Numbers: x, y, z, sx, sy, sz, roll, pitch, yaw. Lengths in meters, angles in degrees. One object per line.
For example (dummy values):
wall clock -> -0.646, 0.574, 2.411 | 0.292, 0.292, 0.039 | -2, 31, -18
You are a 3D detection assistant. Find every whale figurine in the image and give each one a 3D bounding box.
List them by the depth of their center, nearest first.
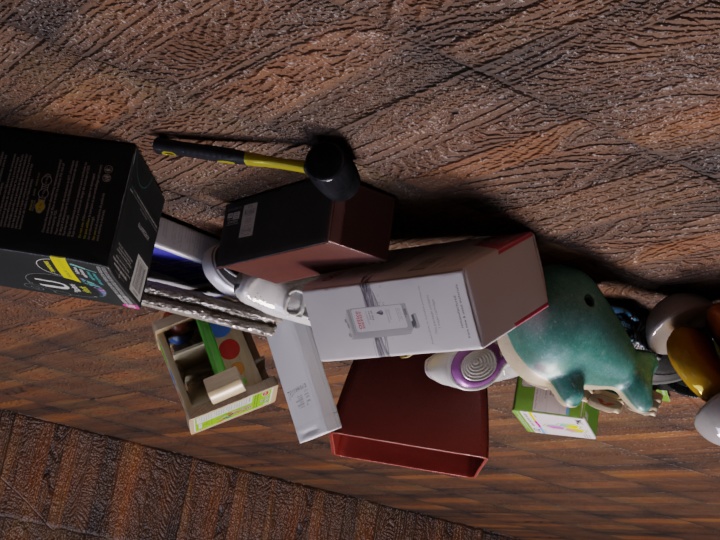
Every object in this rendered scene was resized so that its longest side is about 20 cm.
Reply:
whale figurine -> 0.241, 0.071, 1.405 | 0.199, 0.160, 0.104 | 30, 141, -12

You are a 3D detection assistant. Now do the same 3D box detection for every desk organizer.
desk organizer -> -0.058, -0.038, 1.346 | 0.077, 0.072, 0.200 | 18, 162, -34

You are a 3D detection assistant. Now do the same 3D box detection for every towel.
towel -> -0.191, 0.040, 1.562 | 0.199, 0.035, 0.133 | 14, 176, -7

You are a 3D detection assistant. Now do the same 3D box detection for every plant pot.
plant pot -> 0.072, 0.158, 1.747 | 0.199, 0.177, 0.200 | 9, 164, 2

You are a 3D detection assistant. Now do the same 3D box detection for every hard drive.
hard drive -> -0.080, 0.107, 1.646 | 0.027, 0.201, 0.132 | -16, 172, -20

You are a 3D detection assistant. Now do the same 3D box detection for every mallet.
mallet -> -0.094, -0.099, 1.231 | 0.199, 0.041, 0.066 | 8, 167, 24

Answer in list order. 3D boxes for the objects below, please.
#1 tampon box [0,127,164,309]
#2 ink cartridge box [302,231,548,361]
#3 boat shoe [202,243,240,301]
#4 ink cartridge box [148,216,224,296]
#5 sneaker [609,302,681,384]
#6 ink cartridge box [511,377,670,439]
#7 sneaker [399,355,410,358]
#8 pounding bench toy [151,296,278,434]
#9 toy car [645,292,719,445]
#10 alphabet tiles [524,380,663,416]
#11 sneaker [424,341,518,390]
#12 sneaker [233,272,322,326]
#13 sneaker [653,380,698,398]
tampon box -> -0.318, -0.054, 1.346 | 0.199, 0.127, 0.150 | 8, 163, 7
ink cartridge box -> 0.065, 0.026, 1.339 | 0.199, 0.083, 0.146 | -7, -168, 37
boat shoe -> -0.086, 0.009, 1.541 | 0.199, 0.070, 0.066 | 25, 141, -33
ink cartridge box -> -0.244, -0.016, 1.589 | 0.197, 0.047, 0.200 | -8, 159, 44
sneaker -> 0.307, 0.081, 1.526 | 0.199, 0.074, 0.082 | 13, 163, -11
ink cartridge box -> 0.327, 0.189, 1.881 | 0.199, 0.076, 0.148 | 6, 164, 19
sneaker -> 0.108, 0.035, 1.519 | 0.090, 0.075, 0.200 | -17, 169, -34
pounding bench toy -> -0.194, 0.106, 1.747 | 0.124, 0.157, 0.200 | -21, 168, -11
toy car -> 0.412, 0.096, 1.418 | 0.150, 0.175, 0.200 | -38, 142, 19
alphabet tiles -> 0.280, 0.135, 1.673 | 0.199, 0.015, 0.196 | 20, -167, 16
sneaker -> 0.166, 0.093, 1.594 | 0.199, 0.075, 0.099 | -10, -179, -29
sneaker -> -0.049, 0.031, 1.484 | 0.199, 0.075, 0.087 | 13, -163, -36
sneaker -> 0.375, 0.115, 1.628 | 0.199, 0.076, 0.091 | 11, 173, 34
